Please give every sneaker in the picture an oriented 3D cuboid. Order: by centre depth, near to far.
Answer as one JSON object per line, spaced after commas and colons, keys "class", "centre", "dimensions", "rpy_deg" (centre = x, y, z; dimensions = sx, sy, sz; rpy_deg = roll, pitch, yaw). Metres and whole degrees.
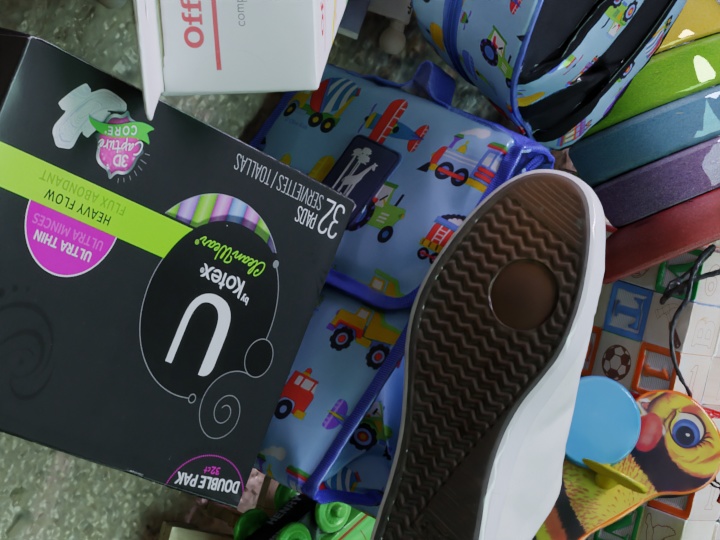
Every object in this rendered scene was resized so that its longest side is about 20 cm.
{"class": "sneaker", "centre": [0.058, 0.054, 1.008], "dimensions": [0.085, 0.073, 0.200], "rpy_deg": [11, 100, -66]}

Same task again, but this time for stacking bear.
{"class": "stacking bear", "centre": [0.144, -0.108, 1.202], "dimensions": [0.121, 0.114, 0.200], "rpy_deg": [-22, 88, 3]}

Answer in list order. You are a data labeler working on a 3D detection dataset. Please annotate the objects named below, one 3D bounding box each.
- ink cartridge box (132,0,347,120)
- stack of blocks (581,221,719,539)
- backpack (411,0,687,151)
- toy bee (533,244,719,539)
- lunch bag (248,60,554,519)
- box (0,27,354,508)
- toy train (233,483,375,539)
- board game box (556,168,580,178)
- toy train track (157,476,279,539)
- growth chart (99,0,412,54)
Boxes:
{"class": "ink cartridge box", "centre": [-0.045, -0.142, 0.950], "dimensions": [0.200, 0.067, 0.117], "rpy_deg": [-77, 165, -67]}
{"class": "stack of blocks", "centre": [0.163, 0.082, 1.300], "dimensions": [0.059, 0.115, 0.200], "rpy_deg": [8, 96, -46]}
{"class": "backpack", "centre": [0.092, -0.165, 1.076], "dimensions": [0.200, 0.134, 0.183], "rpy_deg": [-60, 161, -5]}
{"class": "toy bee", "centre": [0.142, 0.097, 1.206], "dimensions": [0.200, 0.109, 0.131], "rpy_deg": [-45, 174, 14]}
{"class": "lunch bag", "centre": [0.000, 0.000, 1.074], "dimensions": [0.094, 0.151, 0.200], "rpy_deg": [27, 87, -46]}
{"class": "box", "centre": [-0.129, -0.006, 0.974], "dimensions": [0.200, 0.124, 0.149], "rpy_deg": [25, 84, -47]}
{"class": "toy train", "centre": [0.015, 0.098, 1.151], "dimensions": [0.200, 0.042, 0.056], "rpy_deg": [-39, 124, -33]}
{"class": "board game box", "centre": [0.063, 0.048, 1.245], "dimensions": [0.135, 0.034, 0.200], "rpy_deg": [-3, 106, -44]}
{"class": "toy train track", "centre": [-0.020, 0.152, 1.178], "dimensions": [0.200, 0.033, 0.115], "rpy_deg": [16, 91, -33]}
{"class": "growth chart", "centre": [-0.033, -0.166, 1.096], "dimensions": [0.200, 0.018, 0.145], "rpy_deg": [7, 99, -45]}
